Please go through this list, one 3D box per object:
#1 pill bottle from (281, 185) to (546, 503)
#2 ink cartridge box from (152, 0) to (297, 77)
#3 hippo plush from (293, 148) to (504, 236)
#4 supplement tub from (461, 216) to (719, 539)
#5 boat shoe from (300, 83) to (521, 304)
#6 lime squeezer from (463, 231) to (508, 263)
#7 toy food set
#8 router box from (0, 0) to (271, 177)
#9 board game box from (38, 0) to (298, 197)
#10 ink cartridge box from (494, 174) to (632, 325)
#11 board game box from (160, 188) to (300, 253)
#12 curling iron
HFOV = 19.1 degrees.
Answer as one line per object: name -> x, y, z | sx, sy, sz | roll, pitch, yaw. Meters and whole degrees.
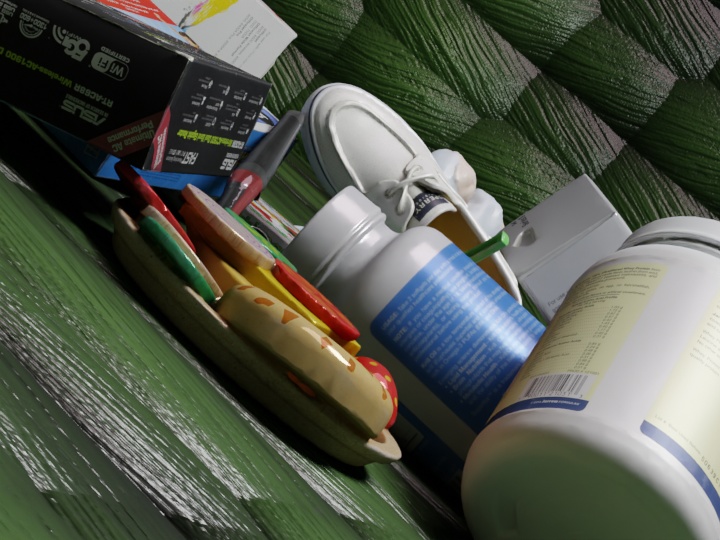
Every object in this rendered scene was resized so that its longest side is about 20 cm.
pill bottle -> 0.041, 0.045, 1.282 | 0.200, 0.112, 0.112 | 43, 4, 5
ink cartridge box -> -0.194, -0.258, 2.111 | 0.200, 0.145, 0.147 | 40, 5, -33
hippo plush -> 0.058, -0.004, 1.687 | 0.200, 0.160, 0.161 | 40, 3, -36
supplement tub -> 0.154, 0.079, 1.152 | 0.144, 0.200, 0.146 | 19, -45, 20
boat shoe -> 0.036, -0.040, 1.389 | 0.201, 0.071, 0.070 | 55, -16, -3
lime squeezer -> 0.000, 0.000, 1.364 | 0.038, 0.198, 0.071 | -65, 153, -58
toy food set -> -0.050, 0.022, 1.076 | 0.198, 0.049, 0.200 | 43, 4, 19
router box -> -0.142, -0.108, 1.132 | 0.149, 0.063, 0.200 | 26, 5, 8
board game box -> -0.163, -0.132, 1.362 | 0.196, 0.056, 0.200 | 43, 15, 22
ink cartridge box -> 0.185, 0.046, 1.471 | 0.201, 0.084, 0.146 | 54, 5, -13
board game box -> -0.071, -0.024, 1.518 | 0.200, 0.035, 0.126 | 40, 5, -35
curling iron -> -0.063, -0.045, 1.310 | 0.049, 0.026, 0.201 | 32, 31, -9
